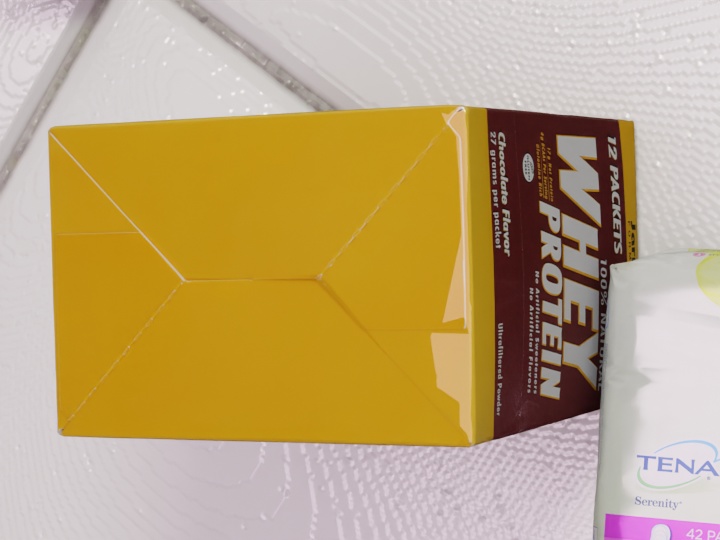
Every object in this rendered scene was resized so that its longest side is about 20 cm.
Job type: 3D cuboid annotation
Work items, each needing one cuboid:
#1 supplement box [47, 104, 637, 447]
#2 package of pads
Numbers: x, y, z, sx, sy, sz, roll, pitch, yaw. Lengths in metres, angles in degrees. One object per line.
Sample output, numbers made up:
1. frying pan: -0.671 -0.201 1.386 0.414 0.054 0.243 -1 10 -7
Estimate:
1. supplement box: 0.000 0.000 0.932 0.197 0.200 0.133 -1 92 26
2. package of pads: 0.200 0.070 0.895 0.199 0.068 0.155 2 86 20
